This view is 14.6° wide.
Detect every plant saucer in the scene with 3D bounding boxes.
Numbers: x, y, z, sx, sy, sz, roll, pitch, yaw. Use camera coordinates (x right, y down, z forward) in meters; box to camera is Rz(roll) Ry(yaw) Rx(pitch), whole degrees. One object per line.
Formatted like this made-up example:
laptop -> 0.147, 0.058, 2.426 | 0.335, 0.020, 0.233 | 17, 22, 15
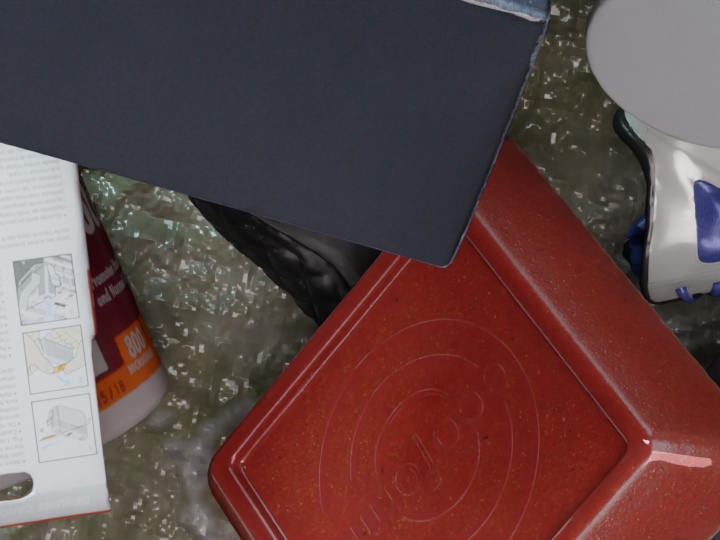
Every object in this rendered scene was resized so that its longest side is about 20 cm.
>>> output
plant saucer -> 0.032, 0.075, 1.081 | 0.037, 0.200, 0.200 | 20, 116, -47

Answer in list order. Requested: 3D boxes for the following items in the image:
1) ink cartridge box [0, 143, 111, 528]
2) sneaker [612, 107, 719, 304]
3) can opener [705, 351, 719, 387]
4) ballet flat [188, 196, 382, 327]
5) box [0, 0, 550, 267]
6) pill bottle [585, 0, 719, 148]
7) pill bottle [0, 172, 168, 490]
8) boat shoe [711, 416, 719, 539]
ink cartridge box -> -0.158, -0.003, 1.062 | 0.109, 0.050, 0.200 | -7, 98, -12
sneaker -> 0.174, -0.017, 1.165 | 0.115, 0.081, 0.199 | -39, 105, 21
can opener -> 0.128, 0.081, 1.153 | 0.066, 0.053, 0.200 | 21, 126, -23
ballet flat -> 0.000, 0.000, 1.184 | 0.066, 0.057, 0.200 | -44, 104, -5
box -> -0.039, -0.128, 0.974 | 0.200, 0.199, 0.123 | 16, 131, -5
pill bottle -> 0.155, -0.151, 1.065 | 0.114, 0.114, 0.200 | 23, 58, -4
pill bottle -> -0.166, -0.018, 1.142 | 0.114, 0.114, 0.200 | -22, 100, 5
boat shoe -> 0.172, 0.126, 1.085 | 0.072, 0.065, 0.200 | -39, 136, -32
